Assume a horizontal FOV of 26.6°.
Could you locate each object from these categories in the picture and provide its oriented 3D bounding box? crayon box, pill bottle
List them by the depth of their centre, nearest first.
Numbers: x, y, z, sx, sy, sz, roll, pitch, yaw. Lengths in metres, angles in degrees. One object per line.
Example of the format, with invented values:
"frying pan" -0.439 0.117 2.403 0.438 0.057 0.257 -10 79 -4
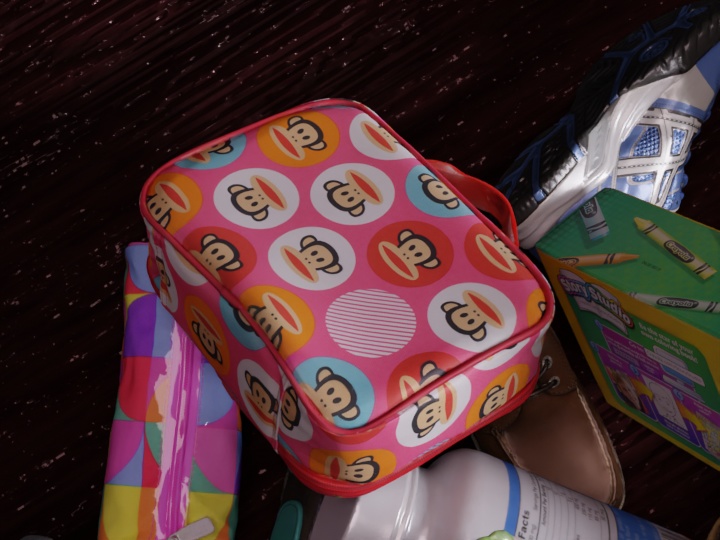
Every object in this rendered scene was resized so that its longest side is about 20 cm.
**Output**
"crayon box" 0.182 0.043 0.768 0.058 0.200 0.119 -36 121 -14
"pill bottle" 0.076 0.160 0.793 0.198 0.112 0.113 23 82 -9

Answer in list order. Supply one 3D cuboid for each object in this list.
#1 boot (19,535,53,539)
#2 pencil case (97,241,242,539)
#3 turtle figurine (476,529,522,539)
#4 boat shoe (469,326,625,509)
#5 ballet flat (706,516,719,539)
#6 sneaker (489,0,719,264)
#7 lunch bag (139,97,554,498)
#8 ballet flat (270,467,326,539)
"boot" -0.151 0.265 0.791 0.164 0.065 0.202 32 107 25
"pencil case" -0.101 0.082 0.851 0.087 0.088 0.203 2 80 3
"turtle figurine" 0.073 0.210 0.635 0.198 0.145 0.194 -19 40 -24
"boat shoe" 0.082 0.059 0.853 0.072 0.068 0.201 -33 81 -3
"ballet flat" 0.197 0.213 0.722 0.068 0.063 0.202 -1 65 13
"sneaker" 0.160 -0.078 0.879 0.200 0.076 0.077 -46 109 -7
"lunch bag" 0.000 0.000 0.778 0.175 0.082 0.200 -27 57 -24
"ballet flat" -0.015 0.123 0.857 0.071 0.072 0.203 10 82 4
